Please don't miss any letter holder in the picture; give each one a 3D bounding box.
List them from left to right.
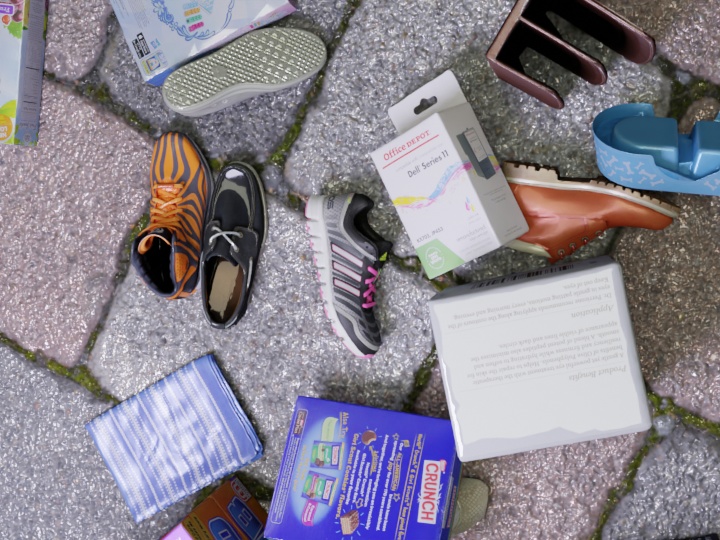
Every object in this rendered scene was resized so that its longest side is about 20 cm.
[{"bbox_3d":[0.220,-0.220,1.106,0.142,0.200,0.101,32,100,7],"label":"letter holder"}]

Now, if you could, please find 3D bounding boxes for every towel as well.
[{"bbox_3d":[-0.231,0.209,1.320,0.199,0.024,0.146,-30,87,12],"label":"towel"}]

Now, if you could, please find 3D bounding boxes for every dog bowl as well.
[{"bbox_3d":[0.346,-0.128,1.139,0.198,0.112,0.050,6,128,10],"label":"dog bowl"}]

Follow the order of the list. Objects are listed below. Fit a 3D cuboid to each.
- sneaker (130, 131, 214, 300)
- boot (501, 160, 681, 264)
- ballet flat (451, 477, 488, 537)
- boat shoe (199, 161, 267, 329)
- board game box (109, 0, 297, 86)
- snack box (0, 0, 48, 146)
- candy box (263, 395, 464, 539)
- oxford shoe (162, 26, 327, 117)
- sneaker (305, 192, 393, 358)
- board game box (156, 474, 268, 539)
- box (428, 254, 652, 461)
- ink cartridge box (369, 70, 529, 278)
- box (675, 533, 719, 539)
[{"bbox_3d":[-0.222,-0.065,1.251,0.077,0.112,0.202,-5,93,11],"label":"sneaker"},{"bbox_3d":[0.250,-0.055,1.184,0.198,0.075,0.108,11,100,18],"label":"boot"},{"bbox_3d":[0.059,0.299,1.249,0.199,0.062,0.068,-21,90,12],"label":"ballet flat"},{"bbox_3d":[-0.153,-0.029,1.263,0.071,0.068,0.202,8,92,6],"label":"boat shoe"},{"bbox_3d":[-0.203,-0.354,1.255,0.198,0.043,0.201,-25,86,13],"label":"board game box"},{"bbox_3d":[-0.479,-0.262,1.310,0.167,0.068,0.202,7,97,10],"label":"snack box"},{"bbox_3d":[0.010,0.246,1.207,0.198,0.077,0.170,7,71,19],"label":"candy box"},{"bbox_3d":[-0.136,-0.233,1.253,0.199,0.058,0.076,-20,83,-3],"label":"oxford shoe"},{"bbox_3d":[0.000,0.000,1.231,0.087,0.074,0.202,-16,86,18],"label":"sneaker"},{"bbox_3d":[-0.182,0.399,1.235,0.200,0.200,0.200,-41,86,11],"label":"board game box"},{"bbox_3d":[0.192,0.087,1.137,0.197,0.200,0.173,-12,90,11],"label":"box"},{"bbox_3d":[0.089,-0.107,1.185,0.117,0.067,0.201,-27,88,45],"label":"ink cartridge box"},{"bbox_3d":[0.331,0.415,1.183,0.181,0.104,0.202,-12,92,11],"label":"box"}]
